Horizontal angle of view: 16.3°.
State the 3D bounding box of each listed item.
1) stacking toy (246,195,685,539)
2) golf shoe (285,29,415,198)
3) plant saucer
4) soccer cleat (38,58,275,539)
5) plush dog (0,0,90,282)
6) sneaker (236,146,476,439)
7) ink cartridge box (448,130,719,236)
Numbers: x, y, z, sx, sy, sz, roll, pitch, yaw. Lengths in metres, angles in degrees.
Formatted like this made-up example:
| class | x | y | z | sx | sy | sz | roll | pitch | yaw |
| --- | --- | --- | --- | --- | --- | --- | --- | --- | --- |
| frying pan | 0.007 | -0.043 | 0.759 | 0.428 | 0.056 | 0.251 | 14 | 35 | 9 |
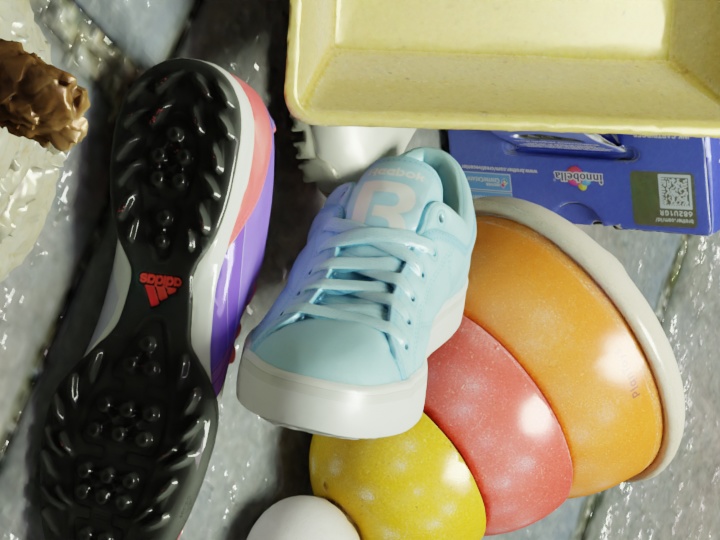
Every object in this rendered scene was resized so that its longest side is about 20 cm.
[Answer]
| class | x | y | z | sx | sy | sz | roll | pitch | yaw |
| --- | --- | --- | --- | --- | --- | --- | --- | --- | --- |
| stacking toy | 0.026 | 0.074 | 1.066 | 0.200 | 0.146 | 0.147 | -36 | 127 | -26 |
| golf shoe | 0.035 | -0.119 | 1.038 | 0.078 | 0.097 | 0.201 | 36 | 68 | -55 |
| plant saucer | 0.065 | -0.156 | 0.985 | 0.199 | 0.048 | 0.201 | 1 | 97 | -17 |
| soccer cleat | -0.068 | 0.024 | 0.941 | 0.073 | 0.068 | 0.201 | 19 | 80 | -67 |
| plush dog | -0.139 | -0.051 | 0.764 | 0.172 | 0.160 | 0.201 | 51 | 51 | -77 |
| sneaker | 0.000 | 0.000 | 0.951 | 0.200 | 0.074 | 0.082 | -61 | 157 | -71 |
| ink cartridge box | 0.130 | -0.071 | 1.153 | 0.200 | 0.136 | 0.077 | -29 | 118 | -51 |
